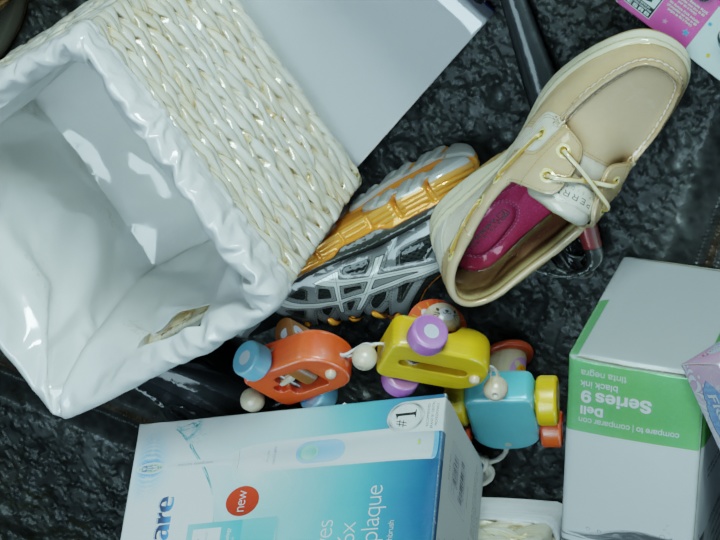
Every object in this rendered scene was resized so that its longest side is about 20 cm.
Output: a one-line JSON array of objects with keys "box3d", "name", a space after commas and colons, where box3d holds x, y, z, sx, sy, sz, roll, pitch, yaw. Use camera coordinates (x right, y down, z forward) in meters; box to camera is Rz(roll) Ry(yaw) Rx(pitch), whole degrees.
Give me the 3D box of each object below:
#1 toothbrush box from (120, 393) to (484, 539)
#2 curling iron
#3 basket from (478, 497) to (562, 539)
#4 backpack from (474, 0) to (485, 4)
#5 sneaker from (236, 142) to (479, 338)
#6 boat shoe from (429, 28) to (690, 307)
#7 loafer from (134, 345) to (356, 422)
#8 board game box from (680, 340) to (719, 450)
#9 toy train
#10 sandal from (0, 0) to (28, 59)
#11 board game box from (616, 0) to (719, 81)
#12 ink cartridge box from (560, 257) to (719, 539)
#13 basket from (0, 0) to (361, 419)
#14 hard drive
[{"box3d": [-0.037, 0.162, 1.676, 0.200, 0.147, 0.085, -6, 142, 19], "name": "toothbrush box"}, {"box3d": [0.103, -0.084, 1.651, 0.050, 0.026, 0.200, -7, 110, 19], "name": "curling iron"}, {"box3d": [0.028, 0.226, 1.762, 0.200, 0.123, 0.136, -1, 114, 19], "name": "basket"}, {"box3d": [0.055, -0.243, 1.523, 0.200, 0.168, 0.163, 24, 120, 46], "name": "backpack"}, {"box3d": [0.000, 0.000, 1.700, 0.200, 0.078, 0.077, -26, 108, 27], "name": "sneaker"}, {"box3d": [0.114, -0.050, 1.581, 0.074, 0.069, 0.200, 27, 126, -23], "name": "boat shoe"}, {"box3d": [-0.095, 0.084, 1.773, 0.200, 0.068, 0.070, 24, 113, 3], "name": "loafer"}, {"box3d": [0.299, 0.094, 1.568, 0.043, 0.199, 0.200, -7, 110, 62], "name": "board game box"}, {"box3d": [0.030, 0.062, 1.700, 0.200, 0.056, 0.150, 27, 143, -34], "name": "toy train"}, {"box3d": [-0.223, -0.186, 1.706, 0.082, 0.055, 0.200, 43, 120, -3], "name": "sandal"}, {"box3d": [0.255, -0.186, 1.532, 0.148, 0.064, 0.200, 37, 120, 0], "name": "board game box"}, {"box3d": [0.171, 0.114, 1.648, 0.084, 0.146, 0.200, 8, 115, 15], "name": "ink cartridge box"}, {"box3d": [-0.136, -0.054, 1.657, 0.198, 0.161, 0.200, -28, 103, 37], "name": "basket"}, {"box3d": [-0.037, -0.172, 1.663, 0.200, 0.025, 0.132, 42, 120, -2], "name": "hard drive"}]
